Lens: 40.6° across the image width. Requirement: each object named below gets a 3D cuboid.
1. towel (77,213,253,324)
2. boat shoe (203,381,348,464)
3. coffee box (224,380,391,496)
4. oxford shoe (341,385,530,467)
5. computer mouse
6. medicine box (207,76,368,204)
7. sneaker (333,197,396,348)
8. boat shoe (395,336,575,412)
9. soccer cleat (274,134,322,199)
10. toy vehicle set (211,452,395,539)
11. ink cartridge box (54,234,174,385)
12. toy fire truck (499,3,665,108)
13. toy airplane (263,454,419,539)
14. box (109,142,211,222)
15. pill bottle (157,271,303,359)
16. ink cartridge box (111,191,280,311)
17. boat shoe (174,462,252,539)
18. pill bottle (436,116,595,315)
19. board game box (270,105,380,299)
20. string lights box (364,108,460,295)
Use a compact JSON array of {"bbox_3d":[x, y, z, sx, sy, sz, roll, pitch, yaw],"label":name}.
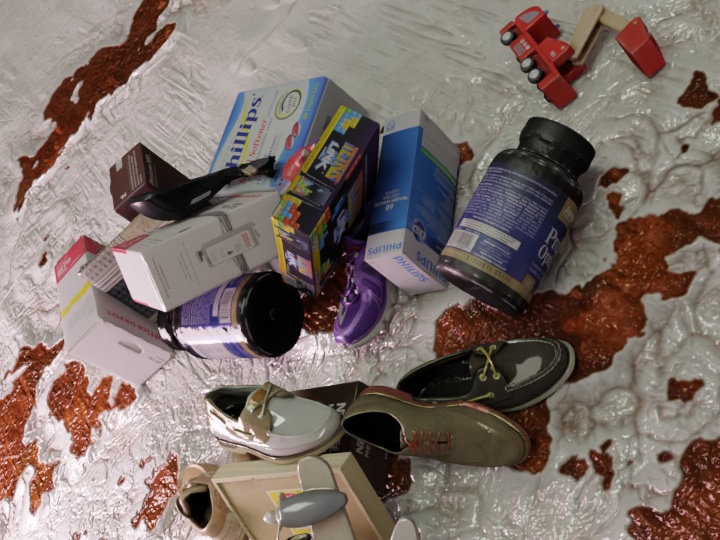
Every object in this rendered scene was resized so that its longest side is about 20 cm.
[{"bbox_3d":[-0.274,-0.008,1.405,0.200,0.192,0.035,-37,36,23],"label":"towel"},{"bbox_3d":[-0.104,0.166,1.089,0.199,0.069,0.075,-8,31,40],"label":"boat shoe"},{"bbox_3d":[-0.061,0.206,1.151,0.199,0.080,0.114,-14,55,37],"label":"coffee box"},{"bbox_3d":[0.074,0.175,1.011,0.199,0.075,0.071,7,107,24],"label":"oxford shoe"},{"bbox_3d":[-0.197,-0.104,1.284,0.140,0.200,0.046,-9,102,38],"label":"computer mouse"},{"bbox_3d":[-0.112,-0.170,1.423,0.199,0.103,0.183,0,65,42],"label":"medicine box"},{"bbox_3d":[0.000,0.000,1.223,0.080,0.083,0.201,-1,65,43],"label":"sneaker"},{"bbox_3d":[0.130,0.115,1.042,0.200,0.060,0.072,-24,50,31],"label":"boat shoe"},{"bbox_3d":[-0.047,-0.146,1.309,0.076,0.067,0.200,-40,0,32],"label":"soccer cleat"},{"bbox_3d":[-0.063,0.266,1.085,0.199,0.125,0.027,-13,24,37],"label":"toy vehicle set"},{"bbox_3d":[-0.382,0.061,1.498,0.083,0.145,0.200,-43,43,15],"label":"ink cartridge box"},{"bbox_3d":[0.262,-0.274,1.175,0.141,0.049,0.201,-39,43,18],"label":"toy fire truck"},{"bbox_3d":[-0.026,0.318,0.982,0.200,0.141,0.200,37,114,23],"label":"toy airplane"},{"bbox_3d":[-0.276,-0.091,1.453,0.075,0.200,0.100,-38,44,18],"label":"box"},{"bbox_3d":[-0.182,0.064,1.321,0.199,0.112,0.113,-5,61,41],"label":"pill bottle"},{"bbox_3d":[-0.202,-0.030,1.267,0.199,0.083,0.146,-27,15,-25],"label":"ink cartridge box"},{"bbox_3d":[-0.196,0.284,1.224,0.200,0.064,0.072,16,78,60],"label":"boat shoe"},{"bbox_3d":[0.175,-0.062,1.074,0.112,0.112,0.201,24,83,48],"label":"pill bottle"},{"bbox_3d":[-0.039,-0.077,1.182,0.056,0.200,0.166,28,71,10],"label":"board game box"},{"bbox_3d":[0.068,-0.084,1.196,0.059,0.103,0.201,-11,58,34],"label":"string lights box"}]
